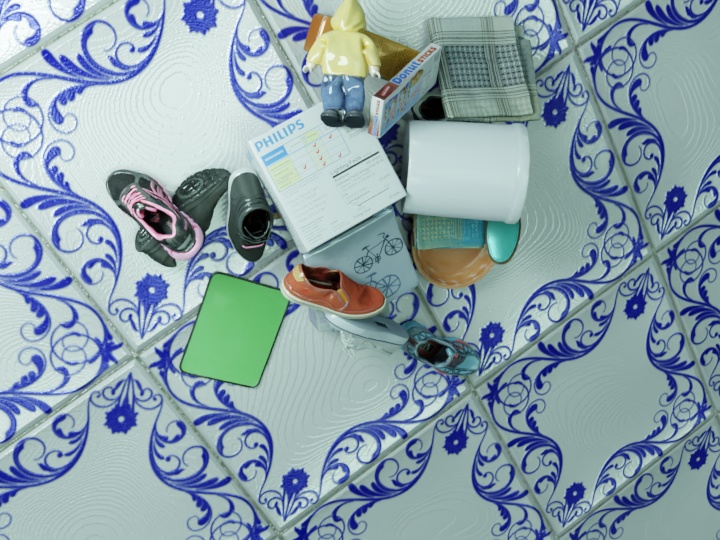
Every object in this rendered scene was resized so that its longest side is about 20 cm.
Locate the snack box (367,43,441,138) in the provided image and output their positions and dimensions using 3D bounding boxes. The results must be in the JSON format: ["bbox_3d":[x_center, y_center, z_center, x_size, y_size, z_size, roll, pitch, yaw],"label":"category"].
[{"bbox_3d":[0.074,-0.295,1.346,0.200,0.024,0.072,-49,157,-39],"label":"snack box"}]

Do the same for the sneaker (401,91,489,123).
[{"bbox_3d":[0.167,-0.284,1.482,0.198,0.080,0.075,-4,107,-22],"label":"sneaker"}]

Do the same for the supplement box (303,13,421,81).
[{"bbox_3d":[0.009,-0.369,1.397,0.198,0.067,0.069,12,103,-24],"label":"supplement box"}]

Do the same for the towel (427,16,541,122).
[{"bbox_3d":[0.223,-0.356,1.455,0.198,0.035,0.195,-5,78,-22],"label":"towel"}]

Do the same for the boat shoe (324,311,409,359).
[{"bbox_3d":[-0.004,0.118,1.481,0.201,0.075,0.086,19,116,-47],"label":"boat shoe"}]

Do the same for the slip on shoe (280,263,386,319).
[{"bbox_3d":[-0.037,0.033,1.394,0.198,0.075,0.061,15,130,-30],"label":"slip on shoe"}]

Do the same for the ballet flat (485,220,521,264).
[{"bbox_3d":[0.263,-0.112,1.539,0.067,0.072,0.203,-5,88,11],"label":"ballet flat"}]

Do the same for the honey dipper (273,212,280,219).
[{"bbox_3d":[-0.097,-0.109,1.465,0.198,0.038,0.038,-11,112,-13],"label":"honey dipper"}]

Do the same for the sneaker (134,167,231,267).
[{"bbox_3d":[-0.283,-0.089,1.384,0.200,0.076,0.091,-42,127,4],"label":"sneaker"}]

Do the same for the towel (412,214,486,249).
[{"bbox_3d":[0.164,-0.140,1.521,0.145,0.022,0.203,-1,91,-17],"label":"towel"}]

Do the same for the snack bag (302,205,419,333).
[{"bbox_3d":[0.000,0.000,1.456,0.187,0.021,0.201,-29,131,-7],"label":"snack bag"}]

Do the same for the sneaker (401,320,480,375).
[{"bbox_3d":[0.162,0.172,1.625,0.198,0.096,0.080,22,100,-26],"label":"sneaker"}]

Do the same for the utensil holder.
[{"bbox_3d":[0.174,-0.171,1.416,0.197,0.170,0.172,3,108,-1],"label":"utensil holder"}]

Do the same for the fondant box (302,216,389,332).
[{"bbox_3d":[-0.028,-0.001,1.513,0.143,0.058,0.202,-12,111,-17],"label":"fondant box"}]

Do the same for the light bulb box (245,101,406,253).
[{"bbox_3d":[-0.061,-0.163,1.377,0.197,0.125,0.201,-29,96,-9],"label":"light bulb box"}]

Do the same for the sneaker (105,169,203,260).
[{"bbox_3d":[-0.334,-0.099,1.293,0.079,0.199,0.095,-52,162,1],"label":"sneaker"}]

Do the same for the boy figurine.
[{"bbox_3d":[-0.029,-0.328,1.292,0.123,0.064,0.203,0,81,6],"label":"boy figurine"}]

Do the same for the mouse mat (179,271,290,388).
[{"bbox_3d":[-0.227,0.111,1.502,0.160,0.008,0.202,17,102,-25],"label":"mouse mat"}]

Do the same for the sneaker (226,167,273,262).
[{"bbox_3d":[-0.183,-0.064,1.377,0.070,0.100,0.201,-11,138,-13],"label":"sneaker"}]

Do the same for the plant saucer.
[{"bbox_3d":[0.183,-0.065,1.586,0.198,0.037,0.202,-7,109,-19],"label":"plant saucer"}]
